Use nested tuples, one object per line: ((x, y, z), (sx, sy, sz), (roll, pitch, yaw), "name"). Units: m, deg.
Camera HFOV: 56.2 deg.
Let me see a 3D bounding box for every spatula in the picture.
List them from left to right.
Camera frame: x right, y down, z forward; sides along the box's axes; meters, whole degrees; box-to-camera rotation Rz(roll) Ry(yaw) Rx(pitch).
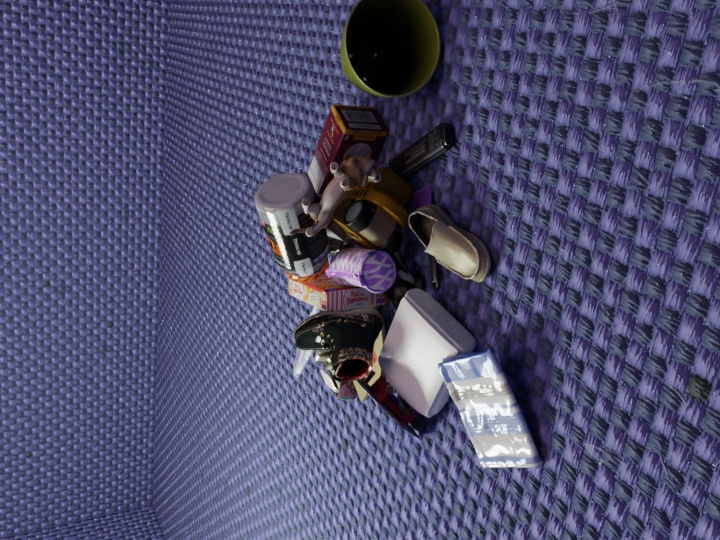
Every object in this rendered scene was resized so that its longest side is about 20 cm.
((0.131, -0.061, 1.290), (0.056, 0.020, 0.205), (-24, 73, 50), "spatula")

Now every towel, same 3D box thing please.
((-0.124, 0.157, 1.686), (0.201, 0.023, 0.149), (119, 164, -46), "towel")
((0.209, 0.233, 1.115), (0.146, 0.023, 0.204), (-23, 90, 57), "towel")

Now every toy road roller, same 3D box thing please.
((0.022, -0.126, 1.362), (0.199, 0.122, 0.148), (14, 72, 59), "toy road roller")

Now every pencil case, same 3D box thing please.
((0.000, 0.000, 1.347), (0.085, 0.084, 0.199), (63, 164, -12), "pencil case")

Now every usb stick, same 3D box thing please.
((0.113, -0.224, 1.299), (0.199, 0.032, 0.057), (-26, 63, 59), "usb stick")

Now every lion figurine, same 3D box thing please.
((-0.049, -0.139, 1.269), (0.200, 0.122, 0.073), (-44, 83, 12), "lion figurine")

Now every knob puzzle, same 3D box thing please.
((0.017, 0.159, 1.503), (0.218, 0.030, 0.226), (8, 99, 61), "knob puzzle")

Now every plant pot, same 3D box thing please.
((0.035, -0.419, 1.306), (0.200, 0.182, 0.193), (-160, 69, -74), "plant pot")

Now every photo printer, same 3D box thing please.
((0.115, 0.162, 1.263), (0.166, 0.068, 0.203), (44, 131, 30), "photo printer")

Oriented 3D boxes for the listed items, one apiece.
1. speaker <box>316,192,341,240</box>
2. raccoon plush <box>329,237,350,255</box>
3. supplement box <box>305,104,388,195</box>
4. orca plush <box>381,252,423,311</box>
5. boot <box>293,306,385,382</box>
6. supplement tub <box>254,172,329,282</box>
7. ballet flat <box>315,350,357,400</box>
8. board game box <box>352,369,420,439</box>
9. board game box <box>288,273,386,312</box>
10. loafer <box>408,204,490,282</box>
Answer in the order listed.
((-0.077, -0.120, 1.472), (0.081, 0.196, 0.083), (-43, 37, 46), "speaker")
((-0.103, -0.102, 1.588), (0.097, 0.131, 0.204), (-49, 52, 52), "raccoon plush")
((-0.034, -0.253, 1.477), (0.087, 0.108, 0.202), (64, 143, 34), "supplement box")
((0.072, 0.025, 1.353), (0.105, 0.070, 0.205), (-42, 57, 54), "orca plush")
((-0.054, 0.151, 1.328), (0.155, 0.199, 0.075), (-77, -32, -55), "boot")
((-0.131, -0.082, 1.356), (0.123, 0.121, 0.203), (48, 160, 47), "supplement tub")
((-0.068, 0.226, 1.619), (0.202, 0.070, 0.070), (63, 143, 37), "ballet flat")
((0.062, 0.253, 1.331), (0.039, 0.200, 0.158), (-46, 54, -2), "board game box")
((-0.054, 0.044, 1.499), (0.199, 0.148, 0.048), (17, 110, 58), "board game box")
((0.151, -0.046, 1.198), (0.200, 0.067, 0.077), (46, 131, 40), "loafer")
